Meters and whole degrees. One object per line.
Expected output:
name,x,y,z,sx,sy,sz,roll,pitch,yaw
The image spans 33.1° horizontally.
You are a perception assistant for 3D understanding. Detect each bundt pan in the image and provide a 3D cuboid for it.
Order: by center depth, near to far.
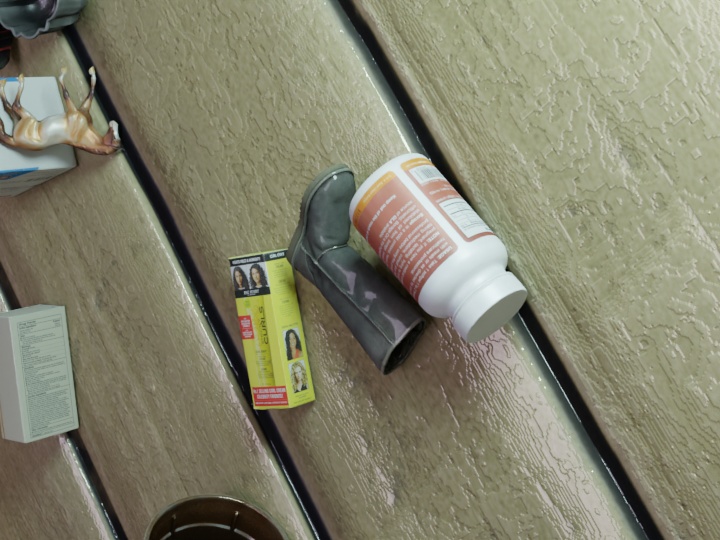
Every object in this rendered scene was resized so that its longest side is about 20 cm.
bundt pan,-0.457,-0.435,1.751,0.202,0.076,0.203,10,104,41

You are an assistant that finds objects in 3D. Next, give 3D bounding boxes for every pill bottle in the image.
pill bottle,0.086,-0.022,1.315,0.200,0.112,0.112,51,128,23

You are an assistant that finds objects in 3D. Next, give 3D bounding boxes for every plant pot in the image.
plant pot,-0.208,0.444,1.638,0.200,0.200,0.199,40,130,30

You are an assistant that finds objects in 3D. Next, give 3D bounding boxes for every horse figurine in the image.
horse figurine,-0.449,-0.220,1.745,0.050,0.199,0.133,174,87,-80

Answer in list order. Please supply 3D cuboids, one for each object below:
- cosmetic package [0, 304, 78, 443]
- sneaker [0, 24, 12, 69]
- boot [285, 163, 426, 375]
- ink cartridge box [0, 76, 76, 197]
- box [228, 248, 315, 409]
cosmetic package,-0.515,0.161,1.909,0.073,0.103,0.201,1,98,43
sneaker,-0.606,-0.382,1.917,0.200,0.074,0.087,59,144,21
boot,0.002,-0.001,1.425,0.200,0.072,0.182,51,142,31
ink cartridge box,-0.560,-0.195,1.846,0.200,0.147,0.145,-16,87,43
box,-0.115,0.076,1.561,0.075,0.050,0.201,-6,95,42
